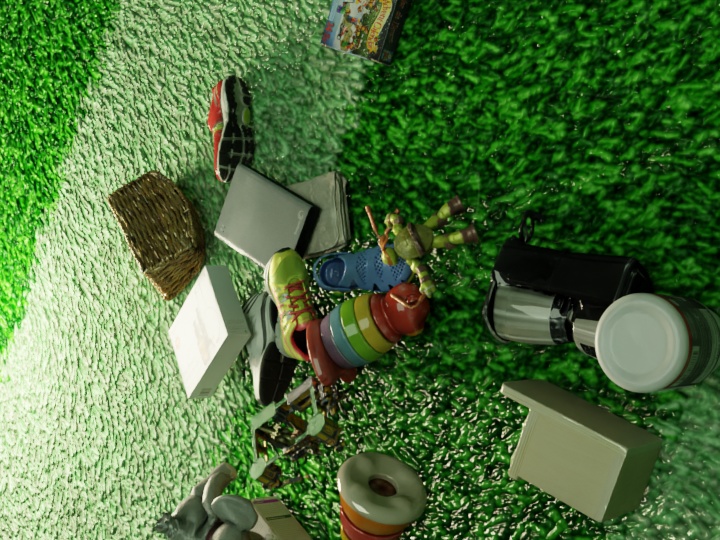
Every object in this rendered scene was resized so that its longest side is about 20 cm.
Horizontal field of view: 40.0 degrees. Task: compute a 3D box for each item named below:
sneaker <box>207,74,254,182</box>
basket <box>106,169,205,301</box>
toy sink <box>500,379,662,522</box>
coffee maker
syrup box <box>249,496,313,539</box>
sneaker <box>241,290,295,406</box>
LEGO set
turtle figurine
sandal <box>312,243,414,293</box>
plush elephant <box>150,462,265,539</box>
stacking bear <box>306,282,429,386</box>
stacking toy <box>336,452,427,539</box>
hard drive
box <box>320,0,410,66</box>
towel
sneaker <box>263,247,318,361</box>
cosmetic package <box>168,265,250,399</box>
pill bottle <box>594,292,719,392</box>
[{"bbox_3d":[-0.246,-0.256,1.824,0.084,0.076,0.204,-11,73,47],"label":"sneaker"},{"bbox_3d":[-0.373,-0.073,1.905,0.141,0.149,0.202,-30,65,-4],"label":"basket"},{"bbox_3d":[0.281,0.241,1.337,0.198,0.129,0.114,25,102,35],"label":"toy sink"},{"bbox_3d":[0.287,0.019,1.345,0.197,0.134,0.196,9,91,37],"label":"coffee maker"},{"bbox_3d":[-0.127,0.478,1.662,0.200,0.081,0.080,42,110,34],"label":"syrup box"},{"bbox_3d":[-0.175,0.137,1.742,0.114,0.075,0.205,-6,75,46],"label":"sneaker"},{"bbox_3d":[-0.087,0.275,1.617,0.200,0.115,0.155,-43,37,14],"label":"LEGO set"},{"bbox_3d":[0.090,-0.054,1.512,0.159,0.065,0.202,-27,57,4],"label":"turtle figurine"},{"bbox_3d":[0.000,0.000,1.598,0.197,0.086,0.081,-13,77,34],"label":"sandal"},{"bbox_3d":[-0.225,0.425,1.602,0.153,0.200,0.167,23,95,19],"label":"plush elephant"},{"bbox_3d":[0.022,0.088,1.566,0.198,0.121,0.115,-29,77,22],"label":"stacking bear"},{"bbox_3d":[0.013,0.403,1.550,0.146,0.145,0.203,37,123,33],"label":"stacking toy"},{"bbox_3d":[-0.165,-0.084,1.723,0.199,0.033,0.142,31,106,36],"label":"hard drive"},{"bbox_3d":[0.020,-0.457,1.644,0.135,0.037,0.203,24,101,36],"label":"box"},{"bbox_3d":[-0.098,-0.088,1.712,0.198,0.034,0.135,-12,79,38],"label":"towel"},{"bbox_3d":[-0.103,0.060,1.643,0.090,0.077,0.203,29,133,57],"label":"sneaker"},{"bbox_3d":[-0.275,0.113,1.781,0.201,0.051,0.152,-54,46,39],"label":"cosmetic package"},{"bbox_3d":[0.380,0.089,1.226,0.114,0.199,0.118,-3,86,36],"label":"pill bottle"}]
